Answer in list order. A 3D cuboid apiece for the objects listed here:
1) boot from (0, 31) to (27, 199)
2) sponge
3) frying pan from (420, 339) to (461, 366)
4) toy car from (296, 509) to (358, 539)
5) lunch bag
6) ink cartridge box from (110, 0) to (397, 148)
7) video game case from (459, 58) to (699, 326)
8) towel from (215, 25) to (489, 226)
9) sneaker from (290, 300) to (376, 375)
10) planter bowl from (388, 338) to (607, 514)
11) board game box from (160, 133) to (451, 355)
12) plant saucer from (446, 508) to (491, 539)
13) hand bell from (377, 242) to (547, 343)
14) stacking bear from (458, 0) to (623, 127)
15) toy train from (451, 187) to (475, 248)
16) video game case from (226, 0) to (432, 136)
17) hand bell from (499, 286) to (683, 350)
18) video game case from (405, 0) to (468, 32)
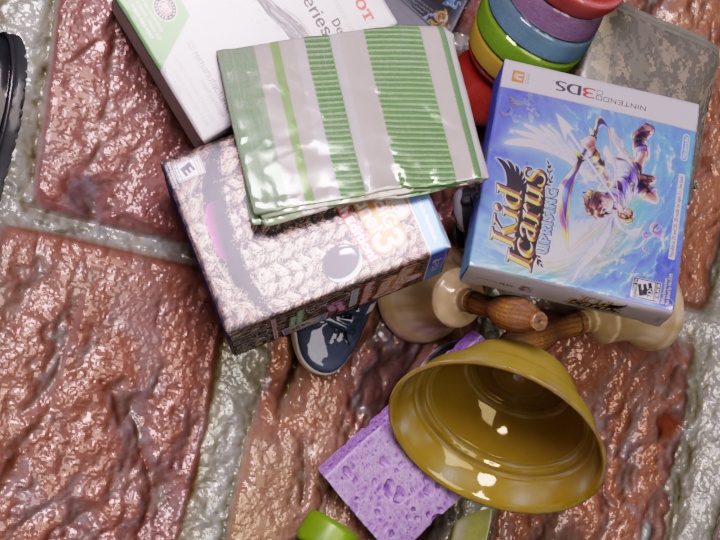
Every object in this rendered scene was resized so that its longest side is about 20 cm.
[{"bbox_3d":[-0.362,-0.107,1.190,0.167,0.076,0.201,13,91,-30],"label":"boot"},{"bbox_3d":[0.069,0.161,1.414,0.200,0.030,0.112,-41,108,-9],"label":"sponge"},{"bbox_3d":[0.070,0.136,1.444,0.189,0.031,0.116,-20,99,-28],"label":"frying pan"},{"bbox_3d":[-0.002,0.322,1.312,0.158,0.200,0.165,37,76,-22],"label":"toy car"},{"bbox_3d":[0.258,-0.162,1.478,0.199,0.117,0.165,16,84,-31],"label":"lunch bag"},{"bbox_3d":[-0.090,-0.216,1.291,0.200,0.084,0.146,-33,95,-9],"label":"ink cartridge box"},{"bbox_3d":[0.191,-0.069,1.312,0.180,0.045,0.201,12,70,-2],"label":"video game case"},{"bbox_3d":[-0.006,-0.123,1.238,0.199,0.023,0.153,-10,77,-10],"label":"towel"},{"bbox_3d":[0.000,0.000,1.371,0.075,0.084,0.201,23,81,-25],"label":"sneaker"},{"bbox_3d":[0.131,0.121,1.347,0.200,0.200,0.084,45,46,-20],"label":"planter bowl"},{"bbox_3d":[-0.047,-0.044,1.284,0.199,0.097,0.160,-22,79,-7],"label":"board game box"},{"bbox_3d":[0.075,0.308,1.372,0.031,0.200,0.201,18,82,5],"label":"plant saucer"},{"bbox_3d":[0.105,0.029,1.355,0.104,0.200,0.105,-4,98,-26],"label":"hand bell"},{"bbox_3d":[0.147,-0.212,1.391,0.121,0.200,0.114,15,47,-21],"label":"stacking bear"},{"bbox_3d":[0.181,-0.053,1.410,0.199,0.114,0.086,-3,68,11],"label":"toy train"},{"bbox_3d":[-0.022,-0.168,1.372,0.143,0.019,0.200,38,81,-22],"label":"video game case"},{"bbox_3d":[0.203,0.052,1.440,0.199,0.104,0.105,-17,99,-35],"label":"hand bell"},{"bbox_3d":[0.001,-0.262,1.402,0.200,0.023,0.182,31,78,-23],"label":"video game case"}]
